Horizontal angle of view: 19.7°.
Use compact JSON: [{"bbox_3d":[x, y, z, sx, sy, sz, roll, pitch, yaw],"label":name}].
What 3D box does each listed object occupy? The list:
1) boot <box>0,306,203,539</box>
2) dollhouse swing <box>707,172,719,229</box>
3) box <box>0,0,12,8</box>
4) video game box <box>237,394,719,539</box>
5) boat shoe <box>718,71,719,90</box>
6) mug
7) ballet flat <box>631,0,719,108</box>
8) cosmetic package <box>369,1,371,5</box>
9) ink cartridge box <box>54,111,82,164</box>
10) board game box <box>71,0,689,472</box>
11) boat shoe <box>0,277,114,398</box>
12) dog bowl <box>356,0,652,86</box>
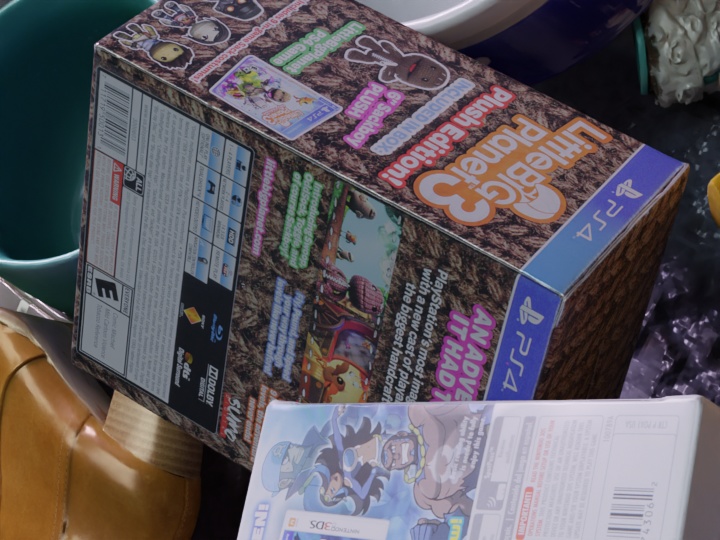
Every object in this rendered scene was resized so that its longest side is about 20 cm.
[{"bbox_3d":[-0.158,0.094,0.978,0.200,0.071,0.145,14,88,37],"label":"boot"},{"bbox_3d":[0.187,0.029,0.604,0.181,0.175,0.201,-37,77,28],"label":"dollhouse swing"},{"bbox_3d":[-0.209,-0.222,1.124,0.198,0.131,0.200,17,57,46],"label":"box"},{"bbox_3d":[0.026,0.141,0.660,0.181,0.047,0.202,-2,68,39],"label":"video game box"},{"bbox_3d":[0.208,-0.038,0.732,0.199,0.072,0.073,16,85,47],"label":"boat shoe"},{"bbox_3d":[-0.132,-0.058,1.026,0.184,0.114,0.153,27,84,33],"label":"mug"},{"bbox_3d":[0.131,-0.157,0.876,0.072,0.072,0.201,-30,57,33],"label":"ballet flat"},{"bbox_3d":[-0.004,-0.177,0.987,0.200,0.087,0.104,37,100,45],"label":"cosmetic package"},{"bbox_3d":[-0.194,-0.113,1.177,0.199,0.050,0.110,12,82,45],"label":"ink cartridge box"},{"bbox_3d":[0.000,0.000,0.782,0.199,0.097,0.160,29,134,19],"label":"board game box"},{"bbox_3d":[-0.134,0.056,1.053,0.200,0.057,0.067,36,103,41],"label":"boat shoe"},{"bbox_3d":[0.042,-0.175,0.834,0.199,0.079,0.202,-10,71,32],"label":"dog bowl"}]
